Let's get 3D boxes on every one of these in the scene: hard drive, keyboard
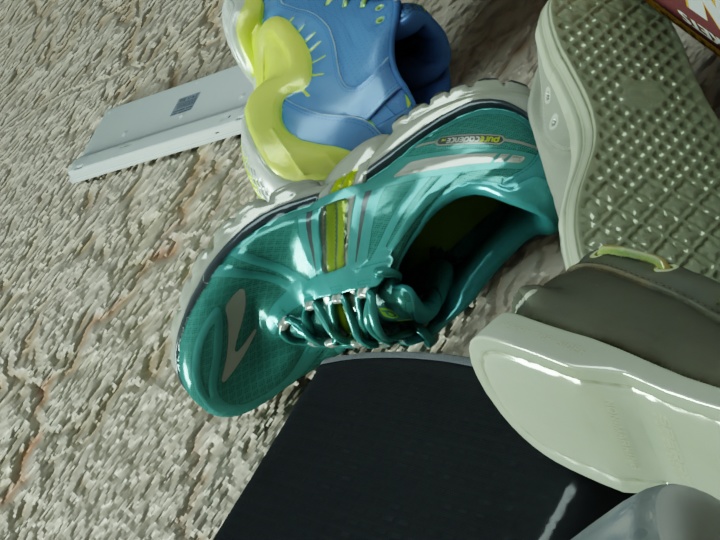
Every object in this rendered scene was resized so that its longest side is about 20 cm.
[{"bbox_3d":[0.020,0.089,0.702,0.200,0.042,0.135,6,59,58],"label":"hard drive"},{"bbox_3d":[-0.102,-0.088,1.140,0.200,0.011,0.056,-11,41,50],"label":"keyboard"}]

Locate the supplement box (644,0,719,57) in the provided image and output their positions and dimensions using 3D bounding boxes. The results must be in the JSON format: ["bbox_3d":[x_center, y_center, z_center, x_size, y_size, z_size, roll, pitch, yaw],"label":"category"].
[{"bbox_3d":[0.150,-0.189,0.656,0.200,0.197,0.133,-48,56,3],"label":"supplement box"}]

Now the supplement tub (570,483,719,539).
[{"bbox_3d":[0.037,0.156,0.507,0.200,0.122,0.123,-40,29,17],"label":"supplement tub"}]

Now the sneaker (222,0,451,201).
[{"bbox_3d":[-0.005,-0.101,0.961,0.105,0.076,0.200,-27,40,14],"label":"sneaker"}]

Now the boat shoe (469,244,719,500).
[{"bbox_3d":[0.120,0.042,0.566,0.060,0.072,0.201,-43,42,-23],"label":"boat shoe"}]

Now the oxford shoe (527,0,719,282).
[{"bbox_3d":[0.099,-0.024,0.719,0.201,0.075,0.058,-99,14,-45],"label":"oxford shoe"}]

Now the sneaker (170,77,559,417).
[{"bbox_3d":[0.000,0.000,0.815,0.200,0.077,0.080,-37,39,22],"label":"sneaker"}]
